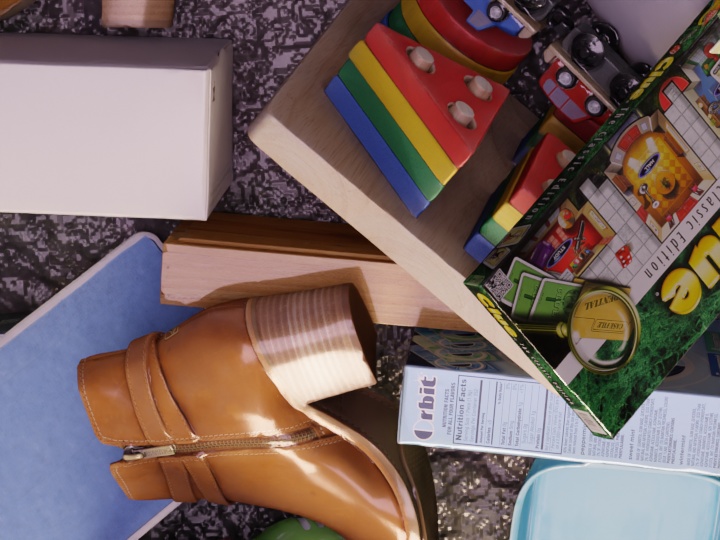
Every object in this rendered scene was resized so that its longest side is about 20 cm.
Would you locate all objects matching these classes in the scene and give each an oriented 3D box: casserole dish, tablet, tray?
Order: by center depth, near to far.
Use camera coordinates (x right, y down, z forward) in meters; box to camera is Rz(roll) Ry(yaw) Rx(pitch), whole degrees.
[{"bbox_3d":[0.000,0.000,1.460,0.198,0.099,0.037,6,101,4],"label":"tray"},{"bbox_3d":[0.138,0.149,1.473,0.120,0.039,0.201,5,136,3],"label":"casserole dish"},{"bbox_3d":[-0.149,0.084,1.477,0.200,0.014,0.130,-39,95,-24],"label":"tablet"}]

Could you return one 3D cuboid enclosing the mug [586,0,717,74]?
[{"bbox_3d":[0.222,-0.123,1.399,0.185,0.150,0.154,-23,107,16],"label":"mug"}]

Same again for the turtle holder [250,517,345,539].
[{"bbox_3d":[-0.067,0.218,1.507,0.132,0.186,0.141,47,145,-19],"label":"turtle holder"}]

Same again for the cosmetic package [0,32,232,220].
[{"bbox_3d":[-0.170,-0.079,1.455,0.198,0.108,0.086,4,102,5],"label":"cosmetic package"}]

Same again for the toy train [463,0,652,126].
[{"bbox_3d":[0.114,-0.095,1.368,0.200,0.034,0.046,45,120,4],"label":"toy train"}]

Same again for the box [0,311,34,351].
[{"bbox_3d":[-0.260,0.113,1.530,0.198,0.051,0.159,-7,102,6],"label":"box"}]

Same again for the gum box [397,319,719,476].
[{"bbox_3d":[0.123,0.058,1.426,0.198,0.170,0.045,6,103,3],"label":"gum box"}]

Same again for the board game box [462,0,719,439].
[{"bbox_3d":[0.146,-0.029,1.302,0.200,0.023,0.105,-49,114,-16],"label":"board game box"}]

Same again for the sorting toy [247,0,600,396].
[{"bbox_3d":[0.065,-0.064,1.384,0.198,0.200,0.070,40,119,-4],"label":"sorting toy"}]

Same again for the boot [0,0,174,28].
[{"bbox_3d":[-0.187,-0.202,1.456,0.199,0.071,0.145,1,96,1],"label":"boot"}]

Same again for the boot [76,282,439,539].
[{"bbox_3d":[-0.049,0.106,1.433,0.154,0.077,0.201,-15,122,13],"label":"boot"}]

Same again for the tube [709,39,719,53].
[{"bbox_3d":[0.239,-0.122,1.298,0.052,0.199,0.059,9,95,38],"label":"tube"}]
